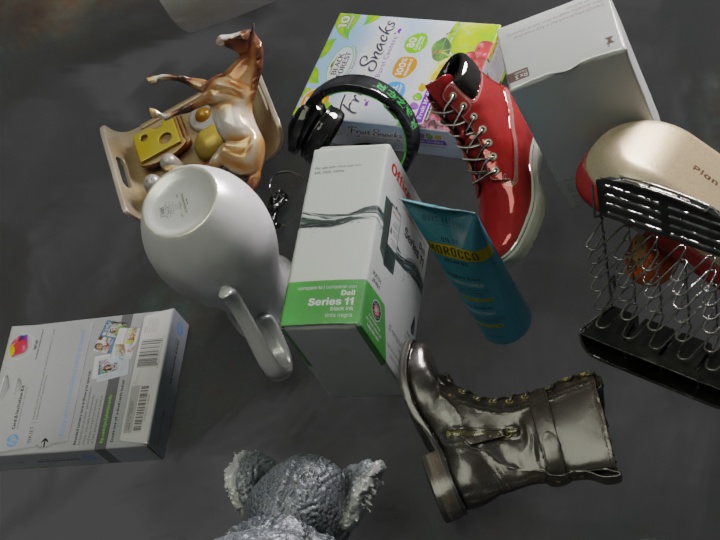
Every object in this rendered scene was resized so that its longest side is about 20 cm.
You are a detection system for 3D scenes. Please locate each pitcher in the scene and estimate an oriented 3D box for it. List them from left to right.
[{"bbox_3d":[-0.124,0.004,1.462,0.121,0.200,0.172,-27,53,7],"label":"pitcher"}]

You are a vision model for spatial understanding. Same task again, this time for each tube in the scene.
[{"bbox_3d":[0.102,-0.004,1.361,0.077,0.200,0.051,8,62,30],"label":"tube"}]

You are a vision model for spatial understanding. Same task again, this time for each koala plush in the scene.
[{"bbox_3d":[-0.061,0.240,1.309,0.176,0.184,0.201,1,47,25],"label":"koala plush"}]

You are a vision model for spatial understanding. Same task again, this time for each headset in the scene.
[{"bbox_3d":[-0.031,-0.114,1.551,0.200,0.124,0.094,-34,16,38],"label":"headset"}]

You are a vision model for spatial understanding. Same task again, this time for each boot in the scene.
[{"bbox_3d":[0.110,-0.109,1.455,0.072,0.144,0.201,-27,43,40],"label":"boot"},{"bbox_3d":[0.134,0.126,1.356,0.173,0.069,0.201,-20,56,5],"label":"boot"}]

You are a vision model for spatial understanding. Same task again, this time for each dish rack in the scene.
[{"bbox_3d":[0.256,0.014,1.285,0.153,0.201,0.055,21,53,33],"label":"dish rack"}]

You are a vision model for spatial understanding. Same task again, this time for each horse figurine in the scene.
[{"bbox_3d":[-0.151,-0.148,1.608,0.132,0.050,0.201,-12,88,4],"label":"horse figurine"}]

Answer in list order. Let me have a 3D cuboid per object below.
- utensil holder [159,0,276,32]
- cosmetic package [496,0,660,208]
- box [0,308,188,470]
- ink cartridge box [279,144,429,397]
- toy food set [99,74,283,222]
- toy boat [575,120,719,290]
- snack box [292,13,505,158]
[{"bbox_3d":[-0.137,-0.382,1.744,0.199,0.170,0.171,-20,52,14],"label":"utensil holder"},{"bbox_3d":[0.212,-0.155,1.409,0.112,0.200,0.081,-17,52,14],"label":"cosmetic package"},{"bbox_3d":[-0.284,0.123,1.559,0.199,0.041,0.157,-6,56,20],"label":"box"},{"bbox_3d":[0.000,0.000,1.440,0.083,0.147,0.201,-3,59,21],"label":"ink cartridge box"},{"bbox_3d":[-0.190,-0.156,1.686,0.199,0.060,0.144,-27,52,5],"label":"toy food set"},{"bbox_3d":[0.278,-0.038,1.359,0.200,0.131,0.131,36,40,6],"label":"toy boat"},{"bbox_3d":[0.045,-0.198,1.610,0.199,0.053,0.143,10,63,30],"label":"snack box"}]
